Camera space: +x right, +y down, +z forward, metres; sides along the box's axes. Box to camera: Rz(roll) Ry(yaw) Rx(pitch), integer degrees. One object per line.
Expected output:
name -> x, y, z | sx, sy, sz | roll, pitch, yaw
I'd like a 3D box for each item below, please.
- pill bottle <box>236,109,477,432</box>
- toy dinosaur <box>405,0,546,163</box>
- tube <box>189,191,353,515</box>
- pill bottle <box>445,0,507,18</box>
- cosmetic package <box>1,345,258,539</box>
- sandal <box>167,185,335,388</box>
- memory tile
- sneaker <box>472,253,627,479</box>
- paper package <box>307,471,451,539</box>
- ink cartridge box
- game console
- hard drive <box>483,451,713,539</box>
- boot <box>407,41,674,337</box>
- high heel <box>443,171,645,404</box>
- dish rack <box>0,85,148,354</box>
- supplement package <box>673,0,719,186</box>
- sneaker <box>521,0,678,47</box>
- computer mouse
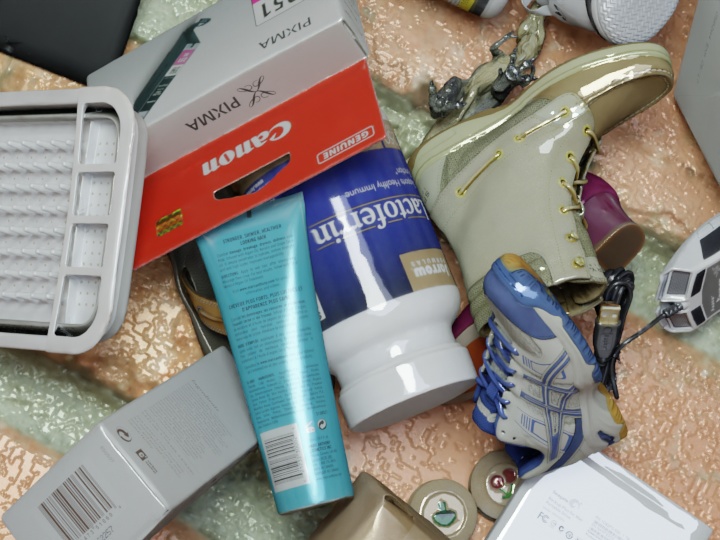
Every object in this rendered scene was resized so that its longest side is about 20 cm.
pill bottle -> 0.000, 0.000, 1.323 | 0.115, 0.116, 0.201 | -20, 79, -11
toy dinosaur -> 0.077, -0.123, 1.387 | 0.200, 0.088, 0.048 | -41, 89, -13
tube -> -0.052, 0.055, 1.264 | 0.077, 0.050, 0.202 | -14, 83, 1
pill bottle -> 0.030, -0.269, 1.396 | 0.199, 0.112, 0.113 | 24, 77, -3
cosmetic package -> -0.134, 0.125, 1.245 | 0.102, 0.200, 0.074 | -42, 85, 23
sandal -> -0.084, 0.009, 1.357 | 0.081, 0.055, 0.201 | -23, 83, -11
memory tile -> 0.100, 0.206, 1.364 | 0.199, 0.017, 0.154 | -23, 83, -12
sneaker -> 0.109, 0.073, 1.270 | 0.088, 0.200, 0.075 | -30, 45, 1
paper package -> -0.016, 0.241, 1.243 | 0.103, 0.191, 0.200 | 39, 86, -4
ink cartridge box -> -0.088, -0.111, 1.301 | 0.199, 0.044, 0.174 | -27, 40, 13
game console -> -0.237, -0.258, 1.406 | 0.198, 0.117, 0.177 | 21, 47, -4
hard drive -> 0.137, 0.227, 1.344 | 0.131, 0.026, 0.201 | 34, 77, 0
boot -> 0.143, -0.054, 1.327 | 0.199, 0.072, 0.156 | -27, 58, 10
high heel -> 0.109, 0.012, 1.398 | 0.199, 0.096, 0.068 | -37, 126, 1
dish rack -> -0.215, -0.032, 1.300 | 0.199, 0.043, 0.173 | 2, 84, 38
supplement package -> 0.349, -0.138, 1.364 | 0.198, 0.152, 0.151 | -10, 52, -13
sneaker -> 0.198, -0.245, 1.387 | 0.200, 0.115, 0.075 | -52, 128, -17
computer mouse -> 0.235, 0.006, 1.394 | 0.199, 0.110, 0.044 | -30, 46, -22
